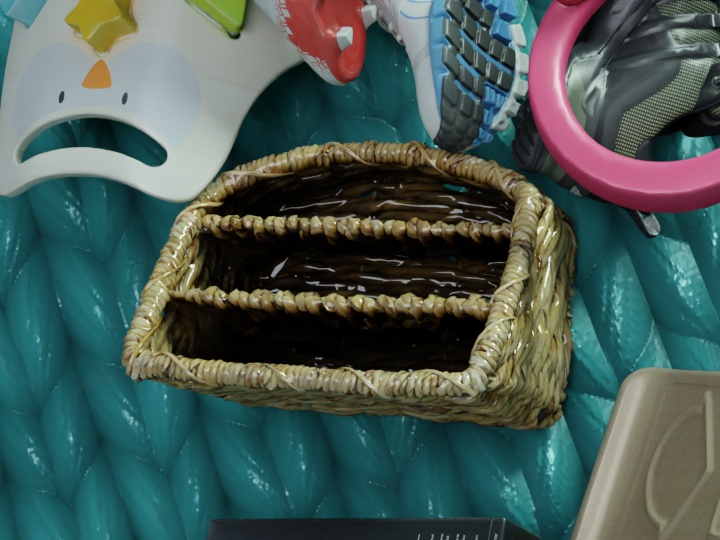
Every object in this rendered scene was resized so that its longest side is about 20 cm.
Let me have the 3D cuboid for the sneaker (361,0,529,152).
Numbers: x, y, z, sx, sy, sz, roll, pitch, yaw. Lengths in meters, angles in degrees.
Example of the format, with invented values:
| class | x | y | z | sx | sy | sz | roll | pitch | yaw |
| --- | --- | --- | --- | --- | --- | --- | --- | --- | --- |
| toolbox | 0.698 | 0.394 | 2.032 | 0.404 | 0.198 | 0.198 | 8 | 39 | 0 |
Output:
| class | x | y | z | sx | sy | sz | roll | pitch | yaw |
| --- | --- | --- | --- | --- | --- | --- | --- | --- | --- |
| sneaker | 0.035 | -0.140 | 1.238 | 0.086 | 0.075 | 0.201 | -22 | 50 | 29 |

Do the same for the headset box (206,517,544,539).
| class | x | y | z | sx | sy | sz | roll | pitch | yaw |
| --- | --- | --- | --- | --- | --- | --- | --- | --- | --- |
| headset box | -0.001 | 0.216 | 1.138 | 0.200 | 0.093 | 0.175 | -6 | 64 | 37 |

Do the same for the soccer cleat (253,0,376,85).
| class | x | y | z | sx | sy | sz | roll | pitch | yaw |
| --- | --- | --- | --- | --- | --- | --- | --- | --- | --- |
| soccer cleat | -0.061 | -0.181 | 1.199 | 0.085 | 0.069 | 0.200 | -18 | 111 | 29 |

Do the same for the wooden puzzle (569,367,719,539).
| class | x | y | z | sx | sy | sz | roll | pitch | yaw |
| --- | --- | --- | --- | --- | --- | --- | --- | --- | --- |
| wooden puzzle | 0.171 | 0.141 | 1.107 | 0.200 | 0.046 | 0.186 | 2 | 71 | 63 |

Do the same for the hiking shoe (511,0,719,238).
| class | x | y | z | sx | sy | sz | roll | pitch | yaw |
| --- | --- | --- | --- | --- | --- | --- | --- | --- | --- |
| hiking shoe | 0.158 | -0.117 | 1.198 | 0.101 | 0.076 | 0.200 | 32 | 79 | -8 |

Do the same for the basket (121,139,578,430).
| class | x | y | z | sx | sy | sz | roll | pitch | yaw |
| --- | --- | --- | --- | --- | --- | --- | --- | --- | --- |
| basket | 0.000 | 0.000 | 1.190 | 0.199 | 0.149 | 0.143 | 3 | 82 | 23 |

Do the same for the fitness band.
| class | x | y | z | sx | sy | sz | roll | pitch | yaw |
| --- | --- | --- | --- | --- | --- | --- | --- | --- | --- |
| fitness band | 0.173 | -0.115 | 1.124 | 0.200 | 0.037 | 0.144 | -36 | 72 | -1 |

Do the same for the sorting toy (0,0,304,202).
| class | x | y | z | sx | sy | sz | roll | pitch | yaw |
| --- | --- | --- | --- | --- | --- | --- | --- | --- | --- |
| sorting toy | -0.125 | -0.117 | 1.262 | 0.199 | 0.107 | 0.181 | 2 | 65 | 22 |
